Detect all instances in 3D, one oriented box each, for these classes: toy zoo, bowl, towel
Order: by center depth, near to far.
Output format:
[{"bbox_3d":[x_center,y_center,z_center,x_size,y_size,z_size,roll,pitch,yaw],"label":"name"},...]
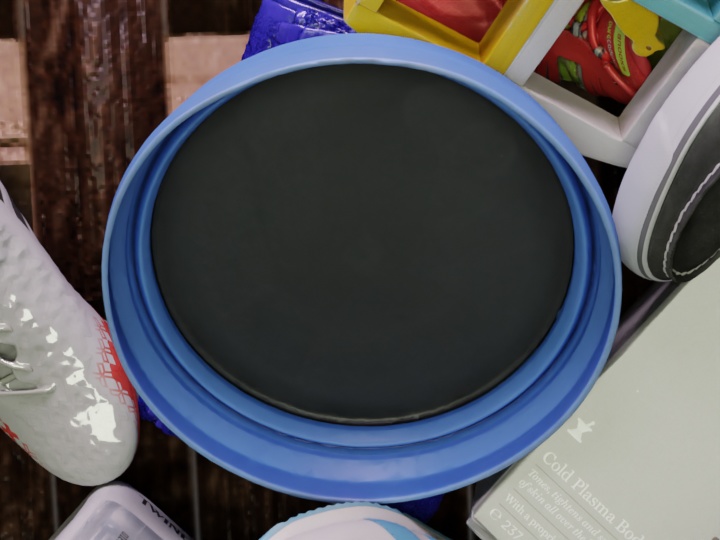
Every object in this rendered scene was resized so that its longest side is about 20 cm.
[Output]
[{"bbox_3d":[0.082,-0.120,0.759,0.131,0.021,0.200,26,121,-17],"label":"toy zoo"},{"bbox_3d":[0.000,0.000,0.801,0.199,0.039,0.202,1,121,1],"label":"bowl"},{"bbox_3d":[-0.003,0.000,0.860,0.147,0.050,0.201,21,109,1],"label":"towel"}]

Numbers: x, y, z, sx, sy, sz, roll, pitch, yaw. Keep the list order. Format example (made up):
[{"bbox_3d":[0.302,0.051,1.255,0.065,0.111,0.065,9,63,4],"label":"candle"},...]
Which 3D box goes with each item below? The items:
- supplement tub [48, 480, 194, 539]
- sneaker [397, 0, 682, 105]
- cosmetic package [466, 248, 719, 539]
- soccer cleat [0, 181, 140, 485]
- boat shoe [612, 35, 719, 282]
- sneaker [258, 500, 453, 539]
[{"bbox_3d":[-0.070,0.195,0.873,0.200,0.123,0.123,41,99,-4],"label":"supplement tub"},{"bbox_3d":[0.100,-0.104,0.836,0.199,0.085,0.078,16,99,1],"label":"sneaker"},{"bbox_3d":[0.148,0.056,0.858,0.107,0.090,0.200,40,101,0],"label":"cosmetic package"},{"bbox_3d":[-0.159,0.003,0.855,0.068,0.085,0.201,-29,87,13],"label":"soccer cleat"},{"bbox_3d":[0.171,-0.064,0.761,0.200,0.070,0.066,-52,53,19],"label":"boat shoe"},{"bbox_3d":[0.028,0.152,0.833,0.199,0.081,0.077,18,111,-36],"label":"sneaker"}]
